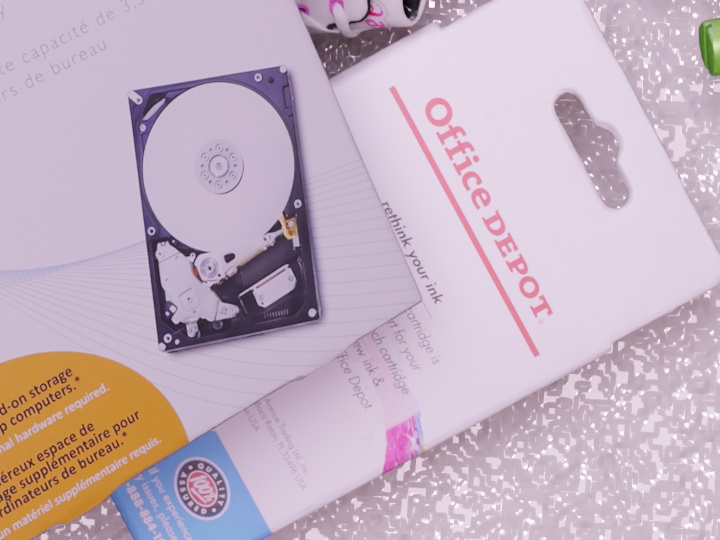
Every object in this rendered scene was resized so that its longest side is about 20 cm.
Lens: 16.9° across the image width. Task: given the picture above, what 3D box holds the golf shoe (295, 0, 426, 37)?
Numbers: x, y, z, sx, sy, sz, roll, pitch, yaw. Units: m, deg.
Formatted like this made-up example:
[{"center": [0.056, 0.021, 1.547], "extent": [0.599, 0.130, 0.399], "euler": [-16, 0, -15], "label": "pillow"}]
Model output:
[{"center": [-0.028, -0.097, 0.727], "extent": [0.200, 0.073, 0.092], "euler": [-44, 79, 32], "label": "golf shoe"}]

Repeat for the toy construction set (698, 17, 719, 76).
[{"center": [0.172, -0.108, 0.750], "extent": [0.199, 0.092, 0.131], "euler": [-6, 117, 8], "label": "toy construction set"}]

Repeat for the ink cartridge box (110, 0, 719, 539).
[{"center": [0.000, 0.000, 0.767], "extent": [0.200, 0.068, 0.115], "euler": [-28, 93, 2], "label": "ink cartridge box"}]

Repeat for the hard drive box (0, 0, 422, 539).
[{"center": [-0.097, -0.045, 0.645], "extent": [0.156, 0.077, 0.200], "euler": [-32, 106, -25], "label": "hard drive box"}]
